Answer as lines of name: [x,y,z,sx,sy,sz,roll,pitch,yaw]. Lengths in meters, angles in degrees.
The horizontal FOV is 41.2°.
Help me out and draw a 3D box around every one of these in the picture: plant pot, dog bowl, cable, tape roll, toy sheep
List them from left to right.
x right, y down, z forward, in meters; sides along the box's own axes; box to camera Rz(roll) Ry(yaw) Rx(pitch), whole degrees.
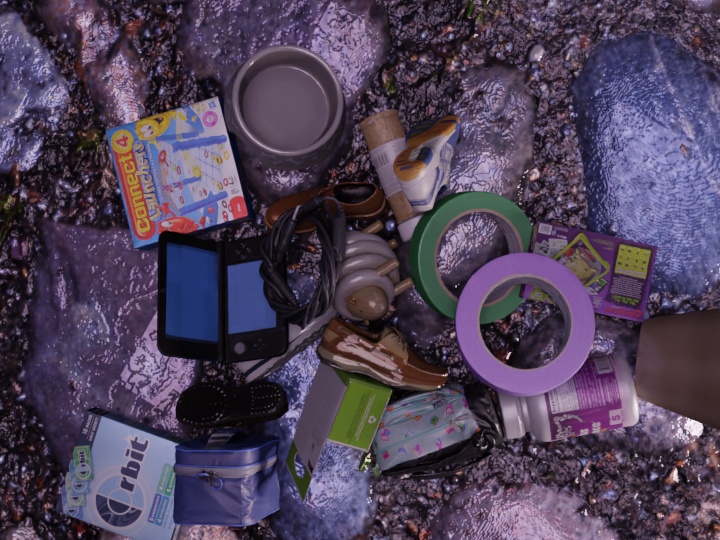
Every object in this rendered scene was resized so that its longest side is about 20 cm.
dog bowl: [-0.115,-0.261,1.504,0.197,0.059,0.203,1,84,-8]
cable: [-0.093,-0.009,1.431,0.162,0.051,0.203,-11,69,36]
toy sheep: [0.000,0.000,1.471,0.136,0.201,0.139,-8,130,-9]
tape roll: [0.174,-0.020,1.465,0.198,0.048,0.203,-1,95,-17]
tape roll: [0.236,0.079,1.391,0.197,0.066,0.203,-1,79,4]
plant pot: [0.499,0.138,1.407,0.171,0.200,0.203,6,89,23]

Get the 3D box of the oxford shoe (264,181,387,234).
oxford shoe: [-0.061,-0.109,1.507,0.197,0.071,0.072,-12,69,6]

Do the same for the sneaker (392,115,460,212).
sneaker: [0.106,-0.165,1.467,0.074,0.200,0.089,-2,124,31]

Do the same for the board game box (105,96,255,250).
board game box: [-0.290,-0.155,1.546,0.193,0.056,0.202,-16,87,5]

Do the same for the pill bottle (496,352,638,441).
pill bottle: [0.310,0.197,1.449,0.197,0.112,0.114,-12,88,6]

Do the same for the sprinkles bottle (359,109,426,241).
sprinkles bottle: [0.063,-0.149,1.503,0.068,0.068,0.202,-21,87,5]

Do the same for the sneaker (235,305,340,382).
sneaker: [-0.118,0.094,1.518,0.199,0.076,0.081,-35,76,2]

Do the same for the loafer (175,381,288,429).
loafer: [-0.202,0.223,1.521,0.198,0.071,0.074,-4,60,21]

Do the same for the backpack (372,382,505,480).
backpack: [0.112,0.243,1.459,0.198,0.167,0.128,-19,68,8]

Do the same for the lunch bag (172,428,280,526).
lunch bag: [-0.204,0.307,1.456,0.134,0.200,0.134,-1,86,11]

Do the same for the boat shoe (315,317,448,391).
boat shoe: [0.036,0.122,1.409,0.198,0.076,0.075,16,99,-5]

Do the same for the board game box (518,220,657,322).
board game box: [0.349,0.002,1.467,0.197,0.032,0.122,12,87,-9]

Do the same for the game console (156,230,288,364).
game console: [-0.210,0.034,1.475,0.169,0.118,0.203,-9,71,18]

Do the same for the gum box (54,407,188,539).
gum box: [-0.372,0.336,1.549,0.198,0.045,0.172,18,91,5]

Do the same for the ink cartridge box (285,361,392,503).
ink cartridge box: [-0.039,0.239,1.461,0.075,0.148,0.202,17,99,-20]
